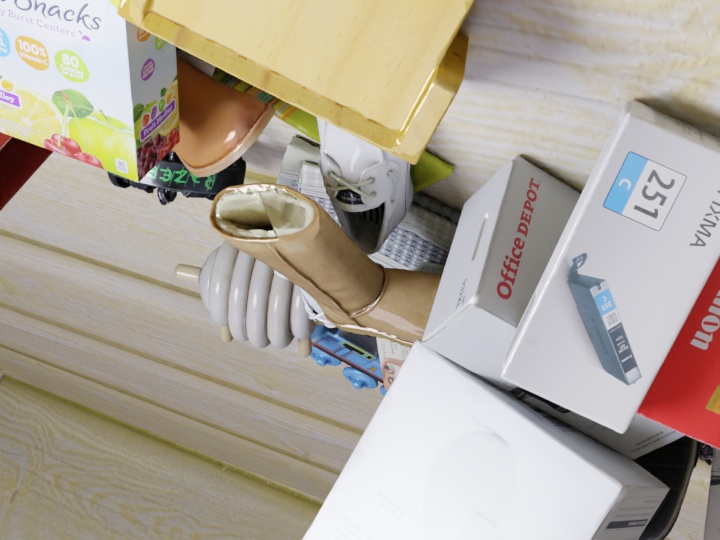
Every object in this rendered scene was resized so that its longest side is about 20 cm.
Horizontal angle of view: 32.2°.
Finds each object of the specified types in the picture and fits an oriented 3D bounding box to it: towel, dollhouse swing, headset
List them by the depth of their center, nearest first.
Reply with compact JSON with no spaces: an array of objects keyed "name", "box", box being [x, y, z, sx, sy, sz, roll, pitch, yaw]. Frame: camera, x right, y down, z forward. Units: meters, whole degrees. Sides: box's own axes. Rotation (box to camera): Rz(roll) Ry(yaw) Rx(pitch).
[{"name":"dollhouse swing","box":[-0.014,-0.195,0.748,0.199,0.176,0.182,26,-156,-4]},{"name":"towel","box":[-0.024,-0.119,1.011,0.199,0.018,0.086,30,163,-17]},{"name":"headset","box":[-0.172,-0.088,1.139,0.123,0.095,0.200,8,-167,-13]},{"name":"towel","box":[0.008,-0.041,1.165,0.199,0.035,0.193,25,163,1]}]

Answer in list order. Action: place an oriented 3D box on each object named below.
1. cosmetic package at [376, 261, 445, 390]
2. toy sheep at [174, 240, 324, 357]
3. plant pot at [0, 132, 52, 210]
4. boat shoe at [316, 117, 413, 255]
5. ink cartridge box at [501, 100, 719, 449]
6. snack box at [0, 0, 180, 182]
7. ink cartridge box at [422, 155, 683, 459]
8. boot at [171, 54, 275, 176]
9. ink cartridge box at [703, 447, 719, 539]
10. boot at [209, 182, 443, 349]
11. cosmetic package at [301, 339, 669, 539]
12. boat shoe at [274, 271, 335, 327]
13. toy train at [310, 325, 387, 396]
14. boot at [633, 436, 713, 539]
[{"name":"cosmetic package","box":[0.123,0.064,1.094,0.199,0.103,0.088,10,124,31]},{"name":"toy sheep","box":[-0.105,0.023,1.347,0.199,0.139,0.138,7,161,3]},{"name":"plant pot","box":[-0.369,-0.156,1.110,0.176,0.200,0.200,40,161,-5]},{"name":"boat shoe","box":[0.005,-0.076,0.974,0.073,0.067,0.200,13,157,21]},{"name":"ink cartridge box","box":[0.211,0.016,0.813,0.175,0.201,0.045,23,-158,2]},{"name":"snack box","box":[-0.216,-0.180,0.879,0.168,0.068,0.201,19,133,17]},{"name":"ink cartridge box","box":[0.163,0.029,0.948,0.199,0.146,0.084,29,145,-14]},{"name":"boot","box":[-0.162,-0.153,0.967,0.155,0.074,0.200,49,161,-30]},{"name":"ink cartridge box","box":[0.356,0.184,1.051,0.084,0.201,0.145,-4,149,34]},{"name":"boot","box":[0.000,0.000,0.990,0.174,0.067,0.200,0,156,27]},{"name":"cosmetic package","box":[0.092,0.194,0.964,0.199,0.201,0.123,35,-171,30]},{"name":"boat shoe","box":[-0.022,0.026,1.269,0.072,0.069,0.200,25,-177,40]},{"name":"toy train","box":[0.025,0.094,1.460,0.199,0.087,0.114,30,156,-16]},{"name":"boot","box":[0.288,0.154,1.087,0.073,0.205,0.154,-3,153,39]}]
